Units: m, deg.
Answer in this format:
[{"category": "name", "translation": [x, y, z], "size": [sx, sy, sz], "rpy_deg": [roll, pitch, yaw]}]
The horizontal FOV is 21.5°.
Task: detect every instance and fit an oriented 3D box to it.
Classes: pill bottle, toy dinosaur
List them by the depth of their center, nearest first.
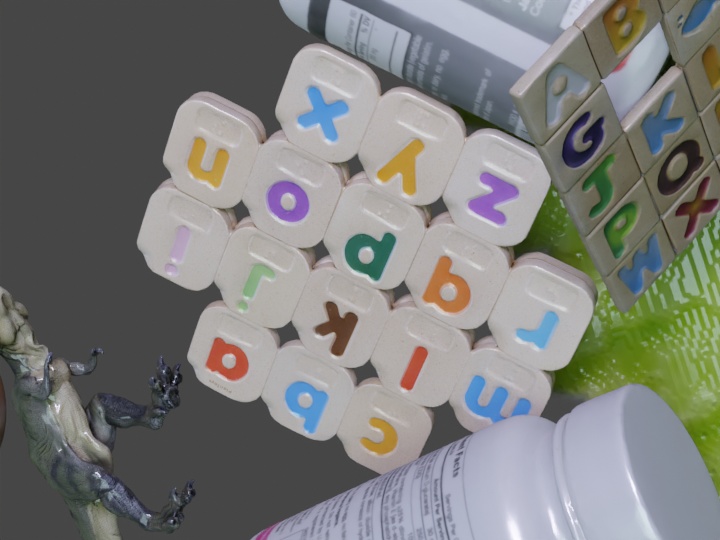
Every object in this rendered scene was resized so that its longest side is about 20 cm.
[{"category": "pill bottle", "translation": [0.037, -0.132, 0.773], "size": [0.199, 0.114, 0.115], "rpy_deg": [27, 107, 6]}, {"category": "pill bottle", "translation": [0.051, 0.131, 0.819], "size": [0.199, 0.113, 0.114], "rpy_deg": [-27, 96, 25]}, {"category": "toy dinosaur", "translation": [-0.122, 0.090, 0.899], "size": [0.087, 0.047, 0.202], "rpy_deg": [-11, 102, 25]}]

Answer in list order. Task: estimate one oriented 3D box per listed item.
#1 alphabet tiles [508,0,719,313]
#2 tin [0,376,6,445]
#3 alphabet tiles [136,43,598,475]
[{"category": "alphabet tiles", "translation": [0.148, -0.093, 0.731], "size": [0.200, 0.167, 0.008], "rpy_deg": [-46, 55, -7]}, {"category": "tin", "translation": [-0.257, 0.095, 0.934], "size": [0.112, 0.042, 0.200], "rpy_deg": [45, 108, -4]}, {"category": "alphabet tiles", "translation": [0.000, 0.000, 0.834], "size": [0.199, 0.015, 0.197], "rpy_deg": [26, 128, 5]}]
